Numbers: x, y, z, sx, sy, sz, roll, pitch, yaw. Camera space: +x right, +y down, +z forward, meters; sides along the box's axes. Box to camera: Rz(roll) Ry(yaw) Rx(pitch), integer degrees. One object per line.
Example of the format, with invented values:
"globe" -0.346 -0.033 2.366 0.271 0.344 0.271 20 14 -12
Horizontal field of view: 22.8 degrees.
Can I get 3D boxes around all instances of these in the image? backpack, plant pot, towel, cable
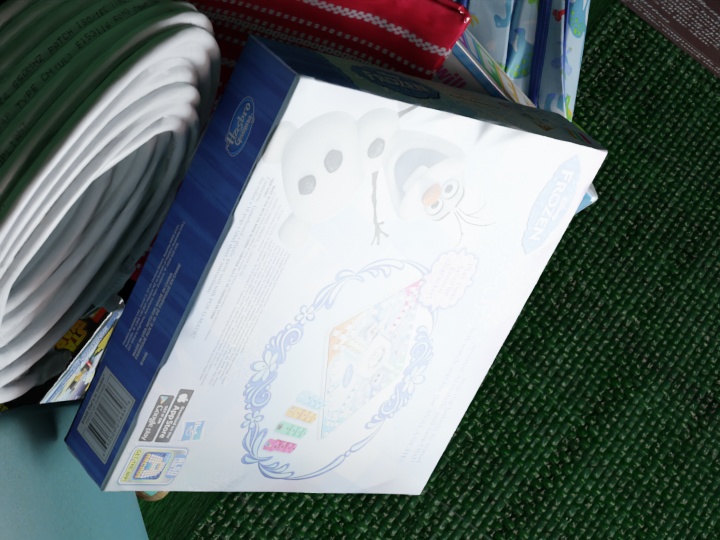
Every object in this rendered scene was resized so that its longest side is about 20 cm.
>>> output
"backpack" 0.059 -0.144 0.940 0.163 0.154 0.200 137 -24 -80
"plant pot" -0.182 0.137 0.748 0.141 0.141 0.200 -19 171 8
"towel" -0.055 -0.064 0.805 0.200 0.144 0.023 -57 -153 31
"cable" -0.131 -0.028 0.693 0.200 0.069 0.200 -56 174 20

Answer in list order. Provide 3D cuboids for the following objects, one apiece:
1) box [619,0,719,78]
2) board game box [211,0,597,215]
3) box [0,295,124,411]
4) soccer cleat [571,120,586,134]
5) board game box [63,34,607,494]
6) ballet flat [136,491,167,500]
"box" 0.237 -0.179 0.898 0.164 0.166 0.200 -53 -171 0
"board game box" 0.004 -0.065 0.854 0.134 0.200 0.034 -34 -142 17
"box" -0.207 0.097 1.022 0.200 0.040 0.137 -53 177 -12
"soccer cleat" 0.066 -0.099 1.085 0.068 0.081 0.200 -50 -146 -8
"board game box" -0.007 0.009 0.795 0.199 0.043 0.200 9 115 -44
"ballet flat" -0.132 0.084 1.133 0.068 0.072 0.200 -37 -160 13
